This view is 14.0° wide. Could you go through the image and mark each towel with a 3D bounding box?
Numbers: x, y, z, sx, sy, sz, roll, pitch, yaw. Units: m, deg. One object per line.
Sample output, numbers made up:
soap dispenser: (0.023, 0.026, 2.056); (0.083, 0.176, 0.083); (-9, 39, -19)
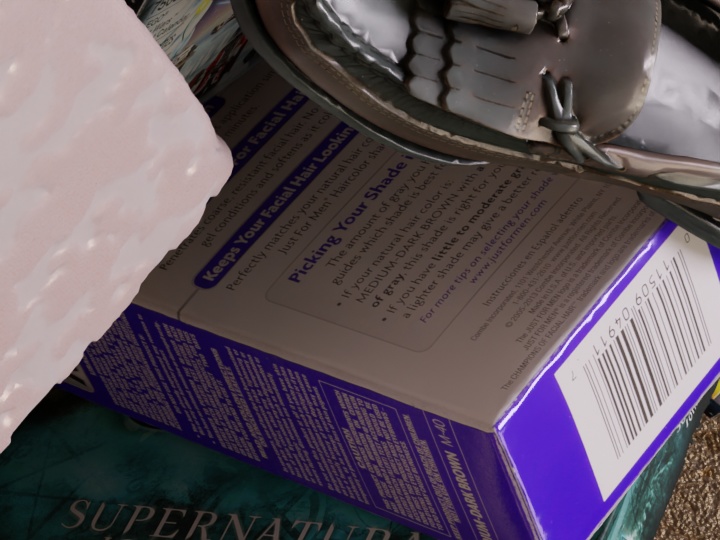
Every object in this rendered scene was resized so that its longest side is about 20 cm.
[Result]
towel: (-0.117, 0.014, 0.586); (0.200, 0.032, 0.191); (-50, 160, -5)

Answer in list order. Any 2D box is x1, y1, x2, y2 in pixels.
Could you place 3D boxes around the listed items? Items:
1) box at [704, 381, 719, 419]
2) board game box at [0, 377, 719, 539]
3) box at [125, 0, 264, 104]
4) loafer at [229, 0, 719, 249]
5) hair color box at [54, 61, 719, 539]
box: (0.090, -0.065, 1.015); (0.137, 0.200, 0.038); (-49, 176, -8)
board game box: (-0.009, 0.050, 0.819); (0.136, 0.199, 0.028); (-62, 143, -39)
box: (-0.025, -0.098, 0.734); (0.200, 0.040, 0.137); (-43, 169, -53)
loafer: (0.064, -0.051, 0.679); (0.063, 0.199, 0.072); (0, -105, 53)
hair color box: (0.000, 0.000, 0.799); (0.109, 0.199, 0.065); (-47, 136, -26)
